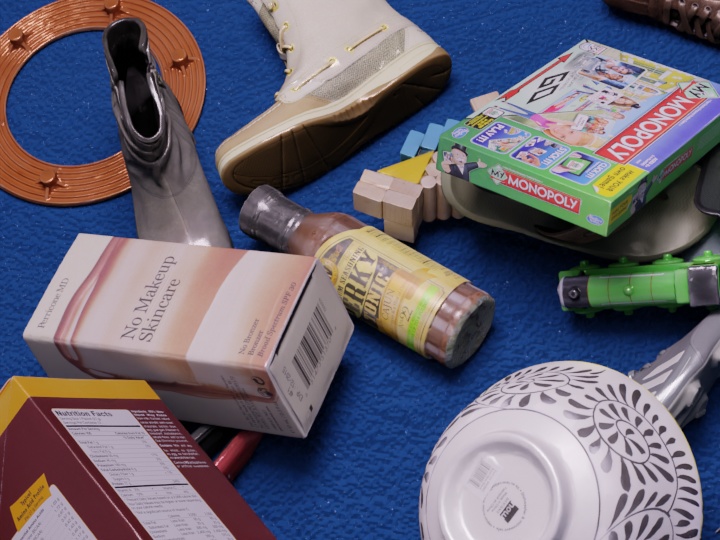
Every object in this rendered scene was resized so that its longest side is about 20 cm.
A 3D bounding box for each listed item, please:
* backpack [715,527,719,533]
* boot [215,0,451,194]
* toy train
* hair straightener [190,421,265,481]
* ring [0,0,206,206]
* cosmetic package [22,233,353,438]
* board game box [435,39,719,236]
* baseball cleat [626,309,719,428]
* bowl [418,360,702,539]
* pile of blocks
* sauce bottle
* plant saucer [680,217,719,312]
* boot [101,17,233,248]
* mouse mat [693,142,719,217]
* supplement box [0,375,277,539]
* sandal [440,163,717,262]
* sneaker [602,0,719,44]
[{"bbox_3d":[0.301,0.192,1.167,0.134,0.200,0.183,-25,62,-3],"label":"backpack"},{"bbox_3d":[-0.051,-0.157,1.489,0.200,0.072,0.155,-31,62,-13],"label":"boot"},{"bbox_3d":[0.228,0.009,1.334,0.199,0.056,0.042,-5,95,22],"label":"toy train"},{"bbox_3d":[-0.095,0.092,1.382,0.077,0.041,0.200,31,71,23],"label":"hair straightener"},{"bbox_3d":[-0.222,-0.141,1.542,0.200,0.019,0.201,-4,61,7],"label":"ring"},{"bbox_3d":[-0.120,0.043,1.357,0.199,0.087,0.104,4,54,26],"label":"cosmetic package"},{"bbox_3d":[0.163,-0.097,1.345,0.134,0.029,0.200,22,37,28],"label":"board game box"},{"bbox_3d":[0.176,0.089,1.318,0.106,0.070,0.200,32,71,23],"label":"baseball cleat"},{"bbox_3d":[0.109,0.151,1.239,0.200,0.094,0.201,-7,77,29],"label":"bowl"},{"bbox_3d":[0.087,-0.076,1.428,0.199,0.062,0.082,-15,59,-7],"label":"pile of blocks"},{"bbox_3d":[0.000,0.000,1.402,0.200,0.065,0.065,28,71,24],"label":"sauce bottle"},{"bbox_3d":[0.327,-0.034,1.373,0.200,0.039,0.202,-4,63,8],"label":"plant saucer"},{"bbox_3d":[-0.149,-0.076,1.420,0.068,0.131,0.200,-19,72,-2],"label":"boot"},{"bbox_3d":[0.329,-0.092,1.376,0.160,0.008,0.200,8,41,14],"label":"mouse mat"},{"bbox_3d":[-0.176,0.205,1.238,0.200,0.133,0.197,47,111,27],"label":"supplement box"},{"bbox_3d":[0.156,-0.050,1.360,0.200,0.057,0.080,6,90,-7],"label":"sandal"},{"bbox_3d":[0.276,-0.202,1.454,0.199,0.070,0.076,-1,63,11],"label":"sneaker"}]
